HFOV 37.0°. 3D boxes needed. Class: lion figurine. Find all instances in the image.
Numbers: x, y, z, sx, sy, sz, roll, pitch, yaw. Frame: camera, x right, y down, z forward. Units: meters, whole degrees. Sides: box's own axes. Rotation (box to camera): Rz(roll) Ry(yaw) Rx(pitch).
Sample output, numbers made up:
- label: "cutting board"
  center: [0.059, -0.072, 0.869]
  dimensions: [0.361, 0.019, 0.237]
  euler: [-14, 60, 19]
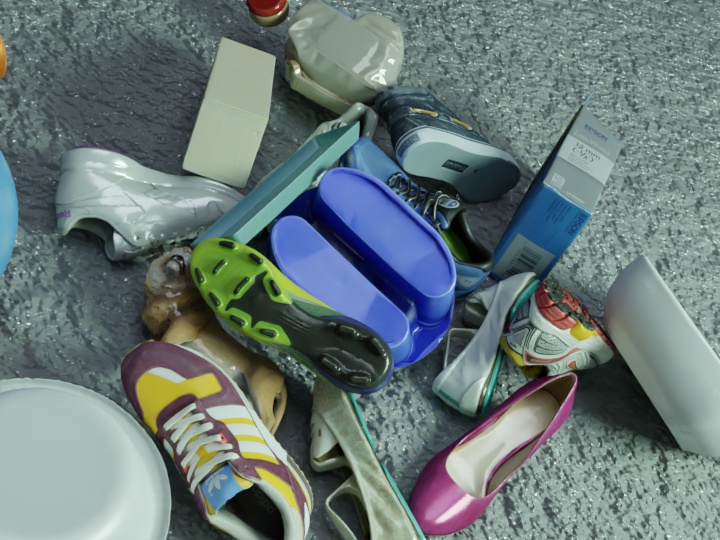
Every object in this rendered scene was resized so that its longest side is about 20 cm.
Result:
- label: "lion figurine"
  center: [-0.124, 0.075, 0.936]
  dimensions: [0.200, 0.072, 0.123]
  euler: [47, 39, -2]

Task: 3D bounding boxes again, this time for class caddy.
- label: "caddy"
  center: [0.000, 0.000, 1.015]
  dimensions: [0.200, 0.105, 0.141]
  euler: [43, 79, 8]

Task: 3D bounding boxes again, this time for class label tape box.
- label: "label tape box"
  center: [0.220, -0.086, 1.176]
  dimensions: [0.066, 0.144, 0.200]
  euler: [32, 46, 4]

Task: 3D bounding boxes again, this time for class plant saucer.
- label: "plant saucer"
  center: [-0.073, -0.077, 1.000]
  dimensions: [0.200, 0.070, 0.019]
  euler: [-48, 115, -38]

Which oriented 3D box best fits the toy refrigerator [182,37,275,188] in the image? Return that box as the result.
- label: "toy refrigerator"
  center: [-0.125, -0.161, 1.075]
  dimensions: [0.069, 0.076, 0.200]
  euler: [17, 25, -11]

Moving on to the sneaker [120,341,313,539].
- label: "sneaker"
  center: [-0.111, 0.137, 0.826]
  dimensions: [0.200, 0.075, 0.090]
  euler: [46, 9, -6]

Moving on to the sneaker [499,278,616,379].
- label: "sneaker"
  center: [0.187, 0.065, 1.044]
  dimensions: [0.078, 0.082, 0.200]
  euler: [54, 14, 27]

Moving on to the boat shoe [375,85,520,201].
- label: "boat shoe"
  center: [0.100, -0.143, 1.181]
  dimensions: [0.199, 0.071, 0.091]
  euler: [16, 43, -49]

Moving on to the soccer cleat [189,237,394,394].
- label: "soccer cleat"
  center: [-0.061, 0.043, 0.917]
  dimensions: [0.199, 0.084, 0.065]
  euler: [32, 80, 7]

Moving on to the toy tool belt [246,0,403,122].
- label: "toy tool belt"
  center: [-0.041, -0.240, 1.222]
  dimensions: [0.199, 0.123, 0.125]
  euler: [32, 72, 14]

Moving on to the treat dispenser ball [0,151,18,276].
- label: "treat dispenser ball"
  center: [-0.364, -0.043, 0.816]
  dimensions: [0.199, 0.201, 0.202]
  euler: [13, 47, -15]

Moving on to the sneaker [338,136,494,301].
- label: "sneaker"
  center: [0.062, -0.063, 1.086]
  dimensions: [0.200, 0.089, 0.079]
  euler: [45, 49, -7]

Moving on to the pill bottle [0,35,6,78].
- label: "pill bottle"
  center: [-0.424, -0.180, 0.972]
  dimensions: [0.106, 0.107, 0.199]
  euler: [45, 47, 16]

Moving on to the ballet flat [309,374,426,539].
- label: "ballet flat"
  center: [-0.010, 0.168, 0.907]
  dimensions: [0.062, 0.068, 0.201]
  euler: [-21, 60, -14]

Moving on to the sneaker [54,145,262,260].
- label: "sneaker"
  center: [-0.190, -0.047, 1.011]
  dimensions: [0.198, 0.075, 0.101]
  euler: [13, 71, -19]

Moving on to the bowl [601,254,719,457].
- label: "bowl"
  center: [0.310, 0.096, 1.066]
  dimensions: [0.201, 0.074, 0.200]
  euler: [63, 10, 26]

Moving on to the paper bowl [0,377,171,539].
- label: "paper bowl"
  center: [-0.235, 0.166, 0.770]
  dimensions: [0.199, 0.105, 0.202]
  euler: [13, 47, -14]

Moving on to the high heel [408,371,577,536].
- label: "high heel"
  center: [0.121, 0.159, 0.952]
  dimensions: [0.199, 0.096, 0.067]
  euler: [-25, 66, -39]

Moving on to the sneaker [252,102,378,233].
- label: "sneaker"
  center: [-0.046, -0.109, 1.113]
  dimensions: [0.075, 0.081, 0.200]
  euler: [36, 47, 5]

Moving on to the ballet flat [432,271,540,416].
- label: "ballet flat"
  center: [0.123, 0.060, 1.068]
  dimensions: [0.069, 0.070, 0.200]
  euler: [31, 46, 2]
